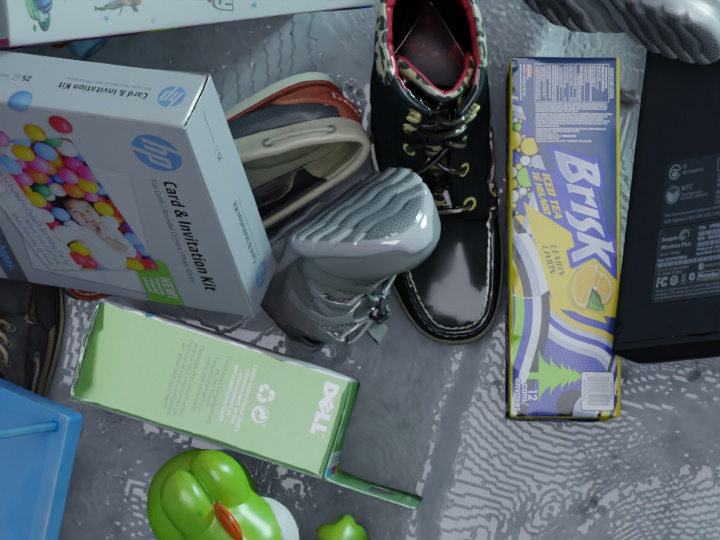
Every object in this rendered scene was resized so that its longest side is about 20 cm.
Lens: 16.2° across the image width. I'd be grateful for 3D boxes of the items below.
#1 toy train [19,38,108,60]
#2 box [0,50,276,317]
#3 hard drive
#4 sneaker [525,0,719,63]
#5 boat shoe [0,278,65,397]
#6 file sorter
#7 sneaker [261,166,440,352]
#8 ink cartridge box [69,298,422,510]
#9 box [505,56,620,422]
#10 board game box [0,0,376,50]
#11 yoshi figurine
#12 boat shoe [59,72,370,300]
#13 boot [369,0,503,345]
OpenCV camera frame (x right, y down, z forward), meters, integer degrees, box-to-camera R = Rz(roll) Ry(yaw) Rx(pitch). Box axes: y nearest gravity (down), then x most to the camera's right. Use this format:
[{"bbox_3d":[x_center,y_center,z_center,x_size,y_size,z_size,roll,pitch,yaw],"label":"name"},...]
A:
[{"bbox_3d":[-0.186,-0.230,1.452,0.150,0.056,0.200,-37,86,-1],"label":"toy train"},{"bbox_3d":[-0.155,-0.049,1.323,0.199,0.156,0.041,8,54,19],"label":"box"},{"bbox_3d":[0.203,-0.055,1.351,0.033,0.139,0.201,20,71,-38],"label":"hard drive"},{"bbox_3d":[0.141,-0.177,1.393,0.199,0.075,0.082,28,74,38],"label":"sneaker"},{"bbox_3d":[-0.208,0.054,1.424,0.074,0.073,0.202,0,86,2],"label":"boat shoe"},{"bbox_3d":[-0.272,0.116,1.346,0.199,0.122,0.140,20,105,30],"label":"file sorter"},{"bbox_3d":[0.000,0.000,1.371,0.075,0.200,0.082,-36,98,-21],"label":"sneaker"},{"bbox_3d":[-0.054,0.074,1.401,0.199,0.104,0.060,17,88,4],"label":"ink cartridge box"},{"bbox_3d":[0.113,-0.016,1.417,0.064,0.070,0.202,1,86,2],"label":"box"},{"bbox_3d":[-0.109,-0.160,1.367,0.199,0.147,0.065,-10,97,-17],"label":"board game box"},{"bbox_3d":[-0.056,0.172,1.388,0.111,0.113,0.201,-6,124,35],"label":"yoshi figurine"},{"bbox_3d":[-0.086,-0.038,1.418,0.199,0.071,0.063,-31,42,0],"label":"boat shoe"},{"bbox_3d":[0.040,-0.064,1.381,0.073,0.154,0.205,-6,85,0],"label":"boot"}]
